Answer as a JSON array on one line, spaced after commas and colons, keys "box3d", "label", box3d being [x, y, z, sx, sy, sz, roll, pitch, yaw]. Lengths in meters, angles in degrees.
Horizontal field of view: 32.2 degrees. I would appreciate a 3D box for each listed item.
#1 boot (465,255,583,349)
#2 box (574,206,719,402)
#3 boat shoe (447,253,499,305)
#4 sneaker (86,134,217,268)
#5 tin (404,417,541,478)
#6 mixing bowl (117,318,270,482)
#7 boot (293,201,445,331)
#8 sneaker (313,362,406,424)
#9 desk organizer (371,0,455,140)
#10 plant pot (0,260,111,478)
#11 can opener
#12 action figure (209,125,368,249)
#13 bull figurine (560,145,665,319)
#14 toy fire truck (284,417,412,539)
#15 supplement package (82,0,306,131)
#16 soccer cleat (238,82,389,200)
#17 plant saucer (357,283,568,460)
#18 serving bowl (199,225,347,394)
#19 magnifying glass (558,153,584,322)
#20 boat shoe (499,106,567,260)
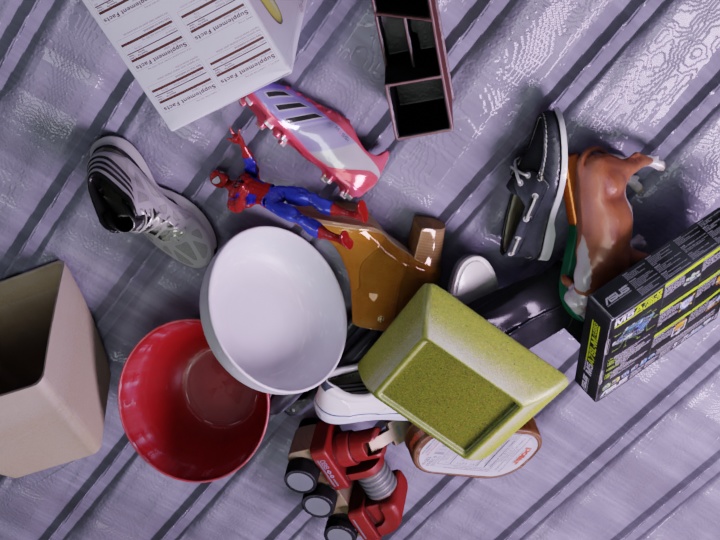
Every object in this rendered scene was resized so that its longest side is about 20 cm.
[{"box3d": [0.207, 0.085, 1.499, 0.199, 0.066, 0.166, -29, 112, -15], "label": "boot"}, {"box3d": [0.340, 0.042, 1.431, 0.199, 0.048, 0.194, -32, 147, -15], "label": "box"}, {"box3d": [0.129, 0.057, 1.532, 0.072, 0.062, 0.202, -22, 128, -17], "label": "boat shoe"}, {"box3d": [-0.248, -0.053, 1.444, 0.075, 0.116, 0.201, -32, 118, 22], "label": "sneaker"}, {"box3d": [0.148, 0.224, 1.620, 0.198, 0.042, 0.112, 11, 136, -33], "label": "tin"}, {"box3d": [-0.192, 0.156, 1.568, 0.198, 0.108, 0.203, 1, 94, 15], "label": "mixing bowl"}, {"box3d": [0.000, 0.000, 1.489, 0.199, 0.071, 0.145, 8, 115, -13], "label": "boot"}, {"box3d": [0.041, 0.147, 1.567, 0.198, 0.073, 0.071, -10, 142, -17], "label": "sneaker"}, {"box3d": [0.051, -0.246, 1.321, 0.071, 0.077, 0.202, -8, 124, 8], "label": "desk organizer"}, {"box3d": [-0.418, 0.142, 1.550, 0.198, 0.201, 0.178, -18, 133, 14], "label": "plant pot"}, {"box3d": [-0.036, 0.118, 1.587, 0.200, 0.079, 0.063, -42, 106, 16], "label": "can opener"}, {"box3d": [-0.096, -0.094, 1.401, 0.198, 0.066, 0.099, 17, 154, 28], "label": "action figure"}, {"box3d": [0.285, -0.042, 1.416, 0.120, 0.065, 0.202, -11, 108, -28], "label": "bull figurine"}, {"box3d": [0.025, 0.257, 1.657, 0.198, 0.129, 0.177, -16, 123, 25], "label": "toy fire truck"}, {"box3d": [-0.166, -0.288, 1.231, 0.146, 0.192, 0.201, -22, 122, 18], "label": "supplement package"}, {"box3d": [-0.055, -0.163, 1.401, 0.200, 0.067, 0.077, 42, 84, -16], "label": "soccer cleat"}, {"box3d": [0.107, 0.134, 1.445, 0.199, 0.048, 0.200, 35, 137, -3], "label": "plant saucer"}, {"box3d": [-0.113, 0.053, 1.479, 0.200, 0.201, 0.066, 41, 142, -23], "label": "serving bowl"}, {"box3d": [0.258, -0.035, 1.450, 0.079, 0.022, 0.202, -18, 103, -19], "label": "magnifying glass"}, {"box3d": [0.196, -0.093, 1.421, 0.060, 0.076, 0.202, -1, 124, -4], "label": "boat shoe"}]
